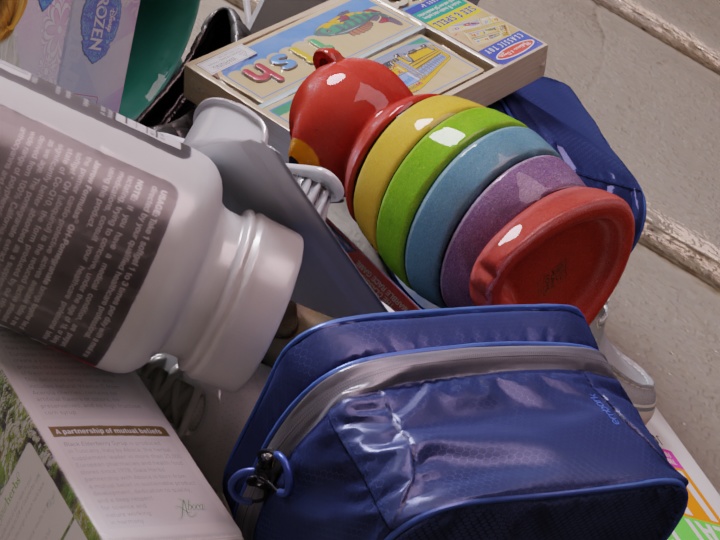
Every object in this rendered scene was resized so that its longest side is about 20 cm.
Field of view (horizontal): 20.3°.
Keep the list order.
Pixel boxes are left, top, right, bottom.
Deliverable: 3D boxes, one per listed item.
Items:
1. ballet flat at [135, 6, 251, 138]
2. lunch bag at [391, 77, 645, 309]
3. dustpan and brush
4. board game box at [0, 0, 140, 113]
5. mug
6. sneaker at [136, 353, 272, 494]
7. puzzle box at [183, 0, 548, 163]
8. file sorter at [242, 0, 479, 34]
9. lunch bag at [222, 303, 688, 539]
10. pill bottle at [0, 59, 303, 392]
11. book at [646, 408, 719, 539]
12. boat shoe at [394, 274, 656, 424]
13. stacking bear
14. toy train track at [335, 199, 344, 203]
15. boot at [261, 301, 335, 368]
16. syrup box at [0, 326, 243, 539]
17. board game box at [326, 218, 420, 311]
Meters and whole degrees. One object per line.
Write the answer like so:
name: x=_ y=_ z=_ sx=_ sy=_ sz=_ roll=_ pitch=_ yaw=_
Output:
ballet flat: x=-0.122 y=-0.103 z=1.273 sx=0.057 sy=0.066 sz=0.200 roll=68 pitch=30 yaw=-23
lunch bag: x=0.078 y=-0.058 z=1.330 sx=0.132 sy=0.136 sz=0.200 roll=14 pitch=29 yaw=-31
dustpan and brush: x=-0.065 y=-0.043 z=1.021 sx=0.199 sy=0.057 sz=0.140 roll=9 pitch=-36 yaw=44
board game box: x=-0.186 y=-0.124 z=1.047 sx=0.041 sy=0.201 sz=0.199 roll=5 pitch=10 yaw=-39
mug: x=-0.184 y=-0.167 z=1.276 sx=0.114 sy=0.186 sz=0.152 roll=22 pitch=43 yaw=16
sneaker: x=-0.106 y=0.056 z=1.026 sx=0.200 sy=0.071 sz=0.080 roll=36 pitch=13 yaw=30
puzzle box: x=0.005 y=-0.125 z=1.260 sx=0.133 sy=0.026 sz=0.199 roll=33 pitch=46 yaw=31
file sorter: x=-0.007 y=-0.199 z=1.437 sx=0.138 sy=0.201 sz=0.125 roll=21 pitch=24 yaw=-18
lunch bag: x=0.031 y=0.095 z=0.924 sx=0.199 sy=0.136 sz=0.133 roll=-1 pitch=45 yaw=-33
pill bottle: x=-0.131 y=-0.020 z=0.919 sx=0.199 sy=0.111 sz=0.111 roll=24 pitch=27 yaw=-12
book: x=0.165 y=0.139 z=1.208 sx=0.133 sy=0.048 sz=0.200 roll=14 pitch=28 yaw=-33
boat shoe: x=0.115 y=0.027 z=1.217 sx=0.200 sy=0.072 sz=0.070 roll=32 pitch=17 yaw=-23
stacking bear: x=0.038 y=-0.044 z=1.072 sx=0.114 sy=0.122 sz=0.200 roll=-37 pitch=56 yaw=-23
toy train track: x=-0.043 y=-0.021 z=1.283 sx=0.114 sy=0.033 sz=0.200 roll=11 pitch=38 yaw=-48
boot: x=-0.036 y=0.010 z=1.082 sx=0.199 sy=0.098 sz=0.075 roll=15 pitch=26 yaw=25
syrup box: x=-0.144 y=0.083 z=0.940 sx=0.081 sy=0.079 sz=0.200 roll=4 pitch=37 yaw=-42
board game box: x=0.000 y=0.000 z=1.190 sx=0.200 sy=0.019 sz=0.103 roll=44 pitch=-1 yaw=-16
